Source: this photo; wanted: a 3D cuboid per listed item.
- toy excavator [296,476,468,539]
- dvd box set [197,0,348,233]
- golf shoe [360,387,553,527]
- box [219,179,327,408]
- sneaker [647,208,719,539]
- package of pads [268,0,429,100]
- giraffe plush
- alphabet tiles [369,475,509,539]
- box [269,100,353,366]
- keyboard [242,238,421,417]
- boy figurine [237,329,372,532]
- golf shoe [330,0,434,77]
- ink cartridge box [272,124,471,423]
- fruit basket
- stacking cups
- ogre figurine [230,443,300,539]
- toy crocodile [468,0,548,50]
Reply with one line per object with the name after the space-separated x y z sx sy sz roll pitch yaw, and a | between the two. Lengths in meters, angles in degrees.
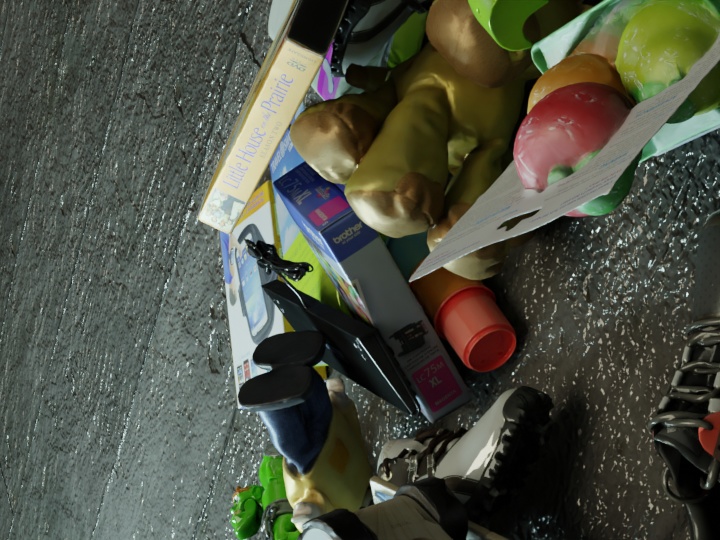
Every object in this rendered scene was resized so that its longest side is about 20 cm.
0.034 0.253 0.872 0.194 0.099 0.201 42 128 33 | toy excavator
-0.048 -0.134 0.985 0.200 0.029 0.147 125 167 -53 | dvd box set
0.053 0.134 0.970 0.094 0.078 0.201 42 131 19 | golf shoe
-0.078 0.034 1.308 0.119 0.041 0.202 -32 60 59 | box
0.185 0.065 0.747 0.077 0.081 0.202 -19 74 61 | sneaker
-0.002 -0.232 1.124 0.155 0.068 0.201 53 135 49 | package of pads
0.074 -0.120 0.924 0.163 0.172 0.200 -56 7 33 | giraffe plush
0.078 0.238 0.937 0.167 0.008 0.201 19 128 43 | alphabet tiles
-0.029 -0.036 1.189 0.122 0.047 0.201 131 132 -63 | box
-0.026 0.032 1.045 0.127 0.021 0.200 55 167 -21 | keyboard
-0.022 0.142 1.073 0.201 0.064 0.125 64 -151 -33 | boy figurine
0.044 -0.199 0.999 0.078 0.094 0.200 -84 20 -49 | golf shoe
0.000 0.000 1.023 0.201 0.042 0.119 62 173 -26 | ink cartridge box
0.129 -0.073 0.755 0.200 0.094 0.185 -53 13 -28 | fruit basket
0.045 -0.010 1.045 0.200 0.060 0.061 55 137 47 | stacking cups
-0.050 0.216 1.192 0.098 0.200 0.121 -20 51 16 | ogre figurine
0.134 -0.201 0.794 0.200 0.062 0.067 -47 38 -3 | toy crocodile
